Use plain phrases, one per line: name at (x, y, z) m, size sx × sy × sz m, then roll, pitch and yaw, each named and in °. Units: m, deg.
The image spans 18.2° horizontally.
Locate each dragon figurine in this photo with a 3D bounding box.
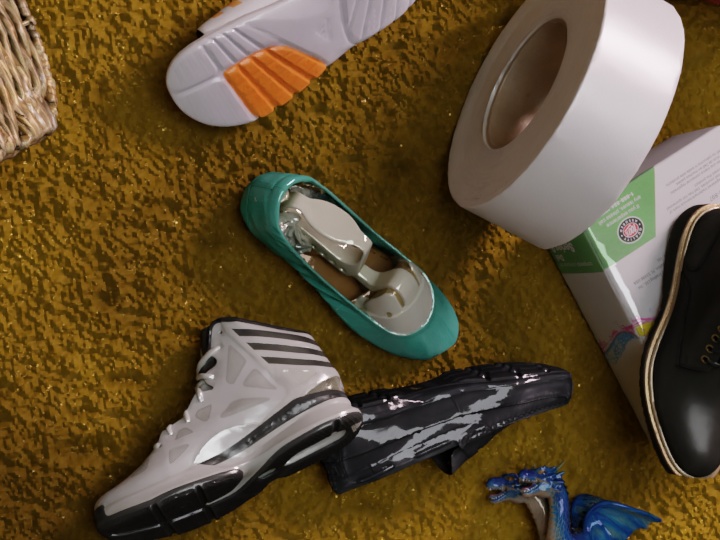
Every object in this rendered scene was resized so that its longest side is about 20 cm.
dragon figurine at (0.187, 0.202, 1.697) m, size 0.199 × 0.059 × 0.100 m, roll 13°, pitch 83°, yaw -20°

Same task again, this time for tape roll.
tape roll at (0.145, -0.120, 1.620) m, size 0.071 × 0.202 × 0.203 m, roll 26°, pitch 78°, yaw -18°

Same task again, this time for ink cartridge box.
ink cartridge box at (0.248, 0.013, 1.716) m, size 0.145 × 0.087 × 0.200 m, roll -32°, pitch 98°, yaw -19°

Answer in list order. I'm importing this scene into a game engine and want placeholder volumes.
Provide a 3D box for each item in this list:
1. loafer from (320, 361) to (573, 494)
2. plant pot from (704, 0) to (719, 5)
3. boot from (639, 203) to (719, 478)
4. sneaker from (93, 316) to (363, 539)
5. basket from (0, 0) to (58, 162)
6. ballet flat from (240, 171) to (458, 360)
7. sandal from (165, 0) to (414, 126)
loafer at (0.063, 0.113, 1.649) m, size 0.200 × 0.068 × 0.071 m, roll -13°, pitch 99°, yaw -17°
plant pot at (0.299, -0.279, 1.704) m, size 0.195 × 0.201 × 0.202 m, roll 8°, pitch 85°, yaw -13°
boot at (0.264, 0.052, 1.602) m, size 0.077 × 0.138 × 0.201 m, roll 1°, pitch 90°, yaw -20°
sneaker at (-0.109, 0.106, 1.588) m, size 0.200 × 0.076 × 0.116 m, roll -26°, pitch 66°, yaw -5°
basket at (-0.314, -0.147, 1.507) m, size 0.143 × 0.149 × 0.200 m, roll -38°, pitch 104°, yaw -53°
ballet flat at (0.000, 0.000, 1.623) m, size 0.200 × 0.070 × 0.067 m, roll 38°, pitch 74°, yaw -17°
sandal at (-0.050, -0.175, 1.616) m, size 0.206 × 0.059 × 0.079 m, roll -30°, pitch 128°, yaw -11°
